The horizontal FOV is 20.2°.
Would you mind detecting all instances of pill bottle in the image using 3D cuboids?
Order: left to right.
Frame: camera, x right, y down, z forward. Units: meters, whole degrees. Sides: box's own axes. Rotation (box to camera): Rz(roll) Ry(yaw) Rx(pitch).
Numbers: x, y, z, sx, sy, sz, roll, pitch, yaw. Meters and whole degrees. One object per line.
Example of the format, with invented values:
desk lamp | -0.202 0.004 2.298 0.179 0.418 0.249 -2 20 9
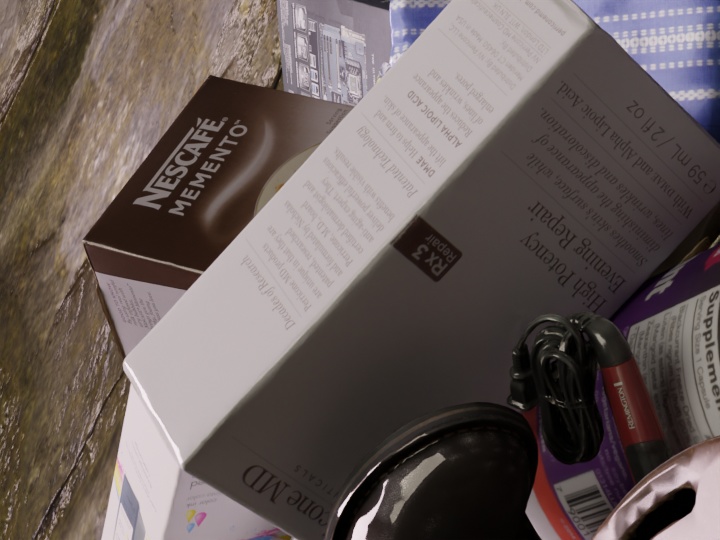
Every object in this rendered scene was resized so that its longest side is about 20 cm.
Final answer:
pill bottle | 0.147 0.040 0.686 0.200 0.111 0.112 -31 49 54

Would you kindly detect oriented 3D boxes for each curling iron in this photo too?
curling iron | 0.103 0.102 0.666 0.049 0.025 0.201 -16 103 57

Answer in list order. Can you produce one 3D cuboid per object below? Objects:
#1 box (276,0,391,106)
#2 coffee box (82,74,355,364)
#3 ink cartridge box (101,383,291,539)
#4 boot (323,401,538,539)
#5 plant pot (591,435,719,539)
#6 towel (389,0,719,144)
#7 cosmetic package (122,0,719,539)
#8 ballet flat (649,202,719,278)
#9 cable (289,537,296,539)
box | 0.014 -0.039 0.982 0.158 0.051 0.202 -149 52 -65
coffee box | 0.000 0.000 0.845 0.199 0.080 0.115 14 50 26
ink cartridge box | -0.061 0.118 1.009 0.068 0.116 0.201 60 149 36
boot | 0.033 0.163 0.629 0.201 0.069 0.174 -69 29 24
plant pot | 0.161 0.134 0.508 0.200 0.197 0.202 -39 43 48
towel | 0.072 -0.134 0.780 0.144 0.024 0.202 -1 90 28
cosmetic package | 0.024 0.000 0.702 0.200 0.102 0.074 -49 38 6
ballet flat | 0.153 -0.060 0.783 0.201 0.069 0.070 -64 28 19
cable | -0.016 0.153 0.866 0.200 0.069 0.200 -52 -4 -36
